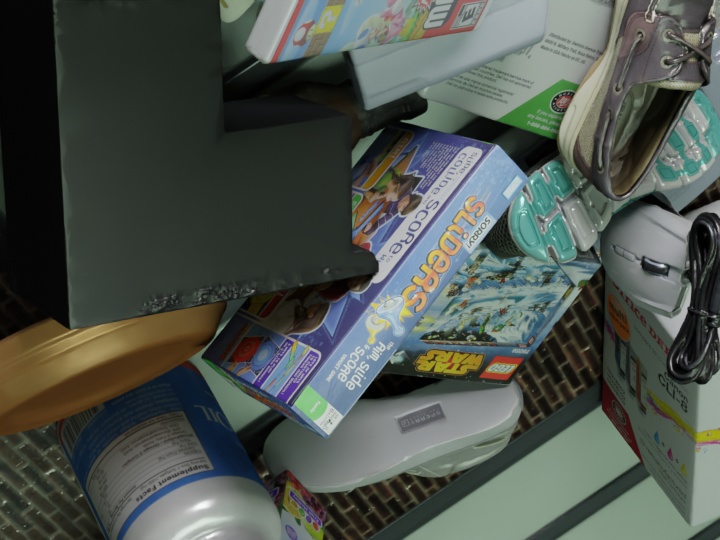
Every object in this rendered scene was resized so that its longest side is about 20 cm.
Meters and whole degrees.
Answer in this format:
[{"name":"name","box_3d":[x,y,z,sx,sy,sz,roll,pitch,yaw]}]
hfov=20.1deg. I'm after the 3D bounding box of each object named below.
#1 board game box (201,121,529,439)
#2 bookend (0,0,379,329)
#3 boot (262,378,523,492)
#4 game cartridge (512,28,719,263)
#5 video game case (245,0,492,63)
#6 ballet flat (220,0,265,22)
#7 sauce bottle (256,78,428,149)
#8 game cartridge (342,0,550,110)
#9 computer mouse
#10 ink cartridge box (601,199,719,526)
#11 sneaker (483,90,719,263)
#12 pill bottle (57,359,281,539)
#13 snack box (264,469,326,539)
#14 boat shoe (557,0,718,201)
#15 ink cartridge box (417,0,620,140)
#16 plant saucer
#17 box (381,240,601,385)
[{"name":"board game box","box_3d":[0.000,0.000,1.249,0.034,0.135,0.200,44,80,-28]},{"name":"bookend","box_3d":[-0.098,-0.087,1.154,0.198,0.092,0.201,-11,110,-29]},{"name":"boot","box_3d":[0.026,0.135,1.537,0.199,0.074,0.096,-13,153,-6]},{"name":"game cartridge","box_3d":[0.194,-0.079,1.461,0.200,0.041,0.133,-37,137,4]},{"name":"video game case","box_3d":[0.033,-0.178,1.040,0.200,0.017,0.143,-17,141,-53]},{"name":"ballet flat","box_3d":[-0.051,-0.167,1.181,0.200,0.074,0.074,16,120,-41]},{"name":"sauce bottle","box_3d":[-0.054,-0.079,1.269,0.200,0.065,0.065,-25,140,-10]},{"name":"game cartridge","box_3d":[0.038,-0.191,1.134,0.133,0.041,0.200,-25,133,-7]},{"name":"computer mouse","box_3d":[0.199,-0.004,1.376,0.044,0.200,0.110,4,105,-14]},{"name":"ink cartridge box","box_3d":[0.283,0.066,1.580,0.144,0.145,0.200,-22,138,-14]},{"name":"sneaker","box_3d":[0.158,-0.067,1.377,0.200,0.078,0.091,-29,-175,-28]},{"name":"pill bottle","box_3d":[-0.120,0.157,1.356,0.112,0.200,0.112,-19,139,-17]},{"name":"snack box","box_3d":[-0.121,0.245,1.454,0.200,0.142,0.053,-33,114,21]},{"name":"boat shoe","box_3d":[0.186,-0.131,1.246,0.072,0.065,0.200,1,129,-34]},{"name":"ink cartridge box","box_3d":[0.122,-0.192,1.258,0.146,0.083,0.200,14,122,-42]},{"name":"plant saucer","box_3d":[-0.169,0.056,1.271,0.200,0.038,0.200,-24,172,-3]},{"name":"box","box_3d":[0.051,0.016,1.426,0.200,0.040,0.137,8,134,-31]}]
